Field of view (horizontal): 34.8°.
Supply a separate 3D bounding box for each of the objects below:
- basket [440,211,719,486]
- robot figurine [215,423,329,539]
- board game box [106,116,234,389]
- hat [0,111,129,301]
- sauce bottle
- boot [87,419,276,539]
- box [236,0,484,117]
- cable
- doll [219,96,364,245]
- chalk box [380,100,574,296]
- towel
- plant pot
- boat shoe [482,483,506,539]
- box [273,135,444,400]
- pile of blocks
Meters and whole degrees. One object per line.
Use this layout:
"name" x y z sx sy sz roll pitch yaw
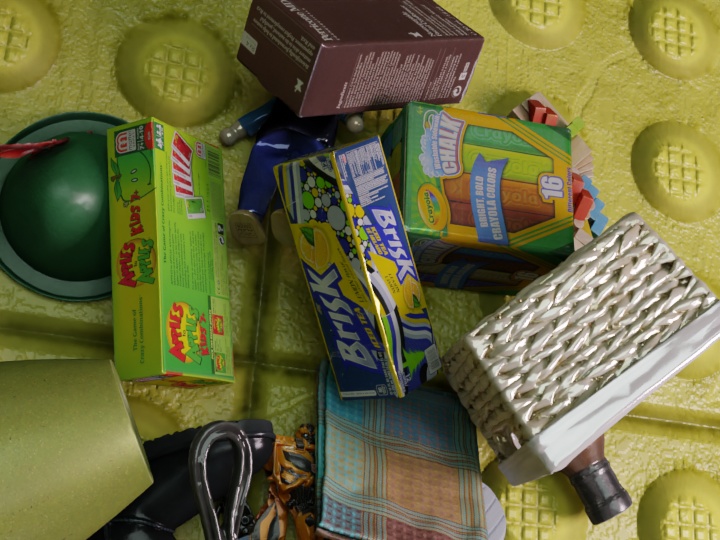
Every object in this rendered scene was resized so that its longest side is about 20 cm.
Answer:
"basket" 0.174 0.062 0.924 0.199 0.136 0.124 -35 81 -14
"robot figurine" -0.046 0.219 0.914 0.144 0.058 0.202 10 69 -16
"board game box" -0.152 -0.010 0.925 0.047 0.101 0.202 -11 76 25
"hat" -0.221 -0.075 0.894 0.200 0.176 0.166 -38 86 -24
"sauce bottle" 0.173 0.124 1.011 0.064 0.065 0.201 -27 82 -23
"boot" -0.144 0.211 0.861 0.197 0.073 0.164 -15 70 0
"box" 0.002 -0.195 1.011 0.199 0.075 0.100 -14 46 -41
"cable" -0.099 0.213 0.827 0.096 0.050 0.202 -18 88 -19
"doll" -0.062 -0.114 1.010 0.135 0.049 0.201 1 52 21
"chalk box" 0.072 -0.062 1.010 0.198 0.124 0.126 7 69 -15
"towel" 0.032 0.152 0.919 0.146 0.022 0.201 17 31 -11
"plant pot" -0.251 0.140 0.791 0.199 0.187 0.188 -19 78 -12
"boat shoe" 0.048 0.223 0.917 0.199 0.062 0.072 -15 68 -54
"box" 0.000 0.000 0.923 0.064 0.070 0.202 -25 102 -47
"pile of blocks" 0.203 -0.087 1.093 0.081 0.062 0.202 -13 77 -21
